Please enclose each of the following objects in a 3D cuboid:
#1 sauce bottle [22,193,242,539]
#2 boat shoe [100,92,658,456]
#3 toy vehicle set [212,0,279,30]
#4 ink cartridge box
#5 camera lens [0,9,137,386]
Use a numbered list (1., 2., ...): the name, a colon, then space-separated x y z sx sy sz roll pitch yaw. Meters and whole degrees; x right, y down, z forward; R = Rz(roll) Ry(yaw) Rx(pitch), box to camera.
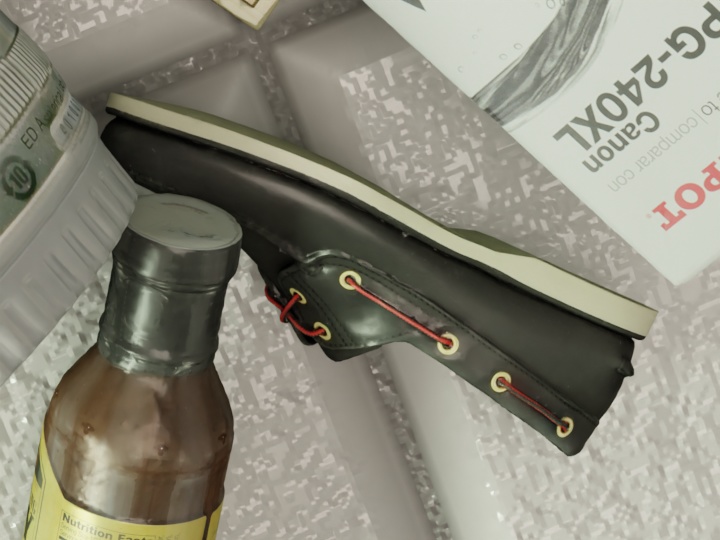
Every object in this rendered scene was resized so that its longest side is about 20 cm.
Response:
1. sauce bottle: -0.075 0.073 0.858 0.064 0.065 0.201 9 113 -12
2. boat shoe: 0.001 0.000 0.872 0.200 0.074 0.063 26 93 -16
3. toy vehicle set: -0.028 -0.194 0.853 0.124 0.027 0.200 35 93 -14
4. ink cartridge box: 0.082 -0.114 0.787 0.200 0.084 0.145 41 130 -8
5. camera lens: -0.185 -0.045 0.786 0.160 0.160 0.200 -44 105 1
